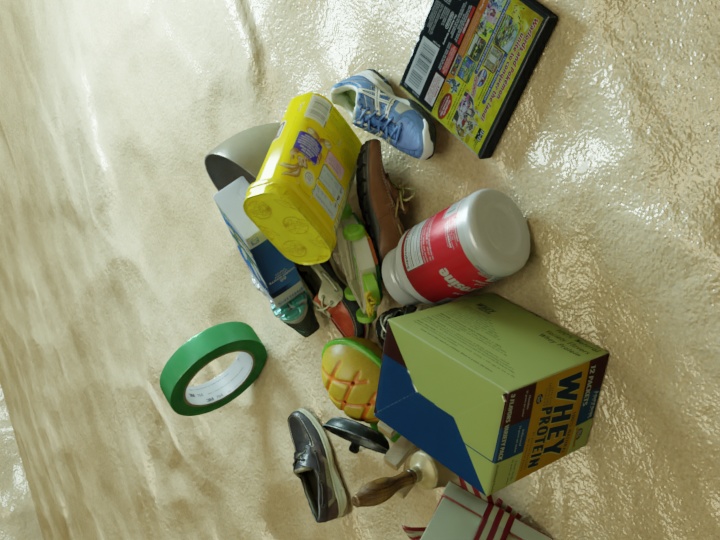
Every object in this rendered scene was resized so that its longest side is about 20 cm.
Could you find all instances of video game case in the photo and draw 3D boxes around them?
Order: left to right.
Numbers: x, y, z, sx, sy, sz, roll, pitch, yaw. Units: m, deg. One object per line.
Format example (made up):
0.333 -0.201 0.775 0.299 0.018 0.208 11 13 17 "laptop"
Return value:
0.145 -0.280 1.114 0.181 0.025 0.202 48 130 31 "video game case"

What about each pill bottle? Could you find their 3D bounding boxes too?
0.119 -0.021 1.138 0.199 0.111 0.114 -28 78 49 "pill bottle"

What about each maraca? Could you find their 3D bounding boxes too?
0.016 0.185 1.319 0.201 0.107 0.136 53 143 -10 "maraca"

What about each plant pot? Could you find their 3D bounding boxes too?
-0.129 -0.153 1.359 0.199 0.135 0.201 36 159 15 "plant pot"

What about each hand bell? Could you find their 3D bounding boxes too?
0.065 0.293 1.207 0.103 0.198 0.106 15 111 45 "hand bell"

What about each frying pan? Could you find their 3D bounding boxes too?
0.008 0.268 1.349 0.113 0.190 0.031 15 72 26 "frying pan"

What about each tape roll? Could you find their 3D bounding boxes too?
-0.266 0.180 1.566 0.048 0.198 0.202 50 132 29 "tape roll"

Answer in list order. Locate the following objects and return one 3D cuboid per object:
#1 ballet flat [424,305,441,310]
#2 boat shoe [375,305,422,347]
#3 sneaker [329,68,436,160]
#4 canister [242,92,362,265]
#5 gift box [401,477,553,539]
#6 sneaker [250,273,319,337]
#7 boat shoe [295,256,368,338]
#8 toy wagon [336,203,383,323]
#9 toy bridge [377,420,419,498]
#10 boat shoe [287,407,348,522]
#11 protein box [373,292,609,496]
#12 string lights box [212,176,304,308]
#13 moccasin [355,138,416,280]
0.115 0.139 1.217 0.070 0.070 0.203 34 134 39 "ballet flat"
0.054 0.085 1.192 0.200 0.066 0.073 108 167 -85 "boat shoe"
0.032 -0.212 1.214 0.200 0.076 0.077 43 139 37 "sneaker"
-0.074 -0.133 1.223 0.085 0.149 0.202 -10 47 35 "canister"
0.134 0.402 1.152 0.198 0.187 0.187 31 122 12 "gift box"
-0.126 0.042 1.469 0.077 0.092 0.201 -33 42 4 "sneaker"
-0.055 0.035 1.393 0.071 0.062 0.202 -48 64 41 "boat shoe"
0.000 0.000 1.272 0.201 0.039 0.157 -121 18 -56 "toy wagon"
0.064 0.264 1.276 0.027 0.067 0.202 28 149 30 "toy bridge"
-0.085 0.339 1.496 0.072 0.064 0.203 -39 68 48 "boat shoe"
0.158 0.141 1.062 0.197 0.198 0.137 29 119 42 "protein box"
-0.152 -0.039 1.323 0.103 0.059 0.201 49 166 31 "string lights box"
0.042 -0.089 1.244 0.074 0.076 0.205 -173 69 -80 "moccasin"
